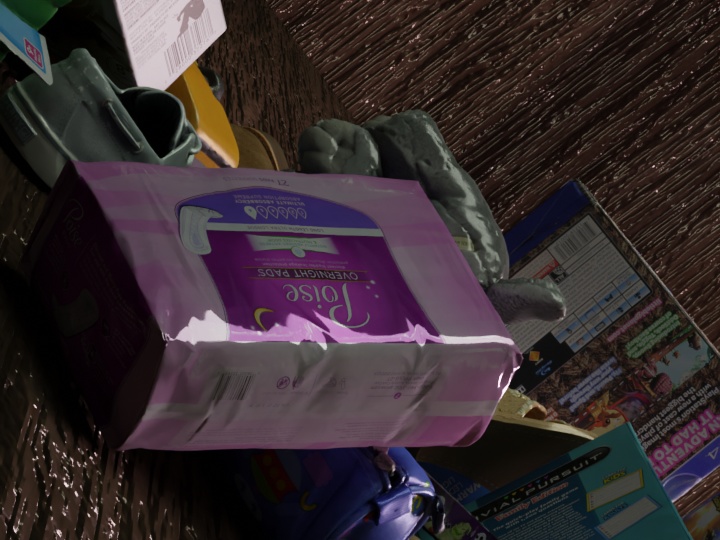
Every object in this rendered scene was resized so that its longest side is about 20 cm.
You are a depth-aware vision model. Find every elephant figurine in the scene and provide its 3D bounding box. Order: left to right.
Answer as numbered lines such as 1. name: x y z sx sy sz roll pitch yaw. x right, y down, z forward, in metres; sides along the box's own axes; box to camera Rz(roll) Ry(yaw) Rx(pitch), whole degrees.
1. elephant figurine: 0.000 0.000 1.214 0.200 0.141 0.156 117 -46 -71

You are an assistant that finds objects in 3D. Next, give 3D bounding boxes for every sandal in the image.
1. sandal: 0.079 0.094 1.416 0.210 0.078 0.070 11 45 -24

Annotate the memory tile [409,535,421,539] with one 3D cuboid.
1. memory tile: 0.006 0.133 1.162 0.200 0.017 0.153 43 1 21

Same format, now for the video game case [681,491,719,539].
1. video game case: 0.184 0.232 1.363 0.046 0.181 0.200 52 7 -16

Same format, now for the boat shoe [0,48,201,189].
1. boat shoe: -0.119 -0.062 1.190 0.070 0.071 0.201 56 7 22

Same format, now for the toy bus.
1. toy bus: -0.144 -0.131 1.353 0.201 0.078 0.065 57 8 28

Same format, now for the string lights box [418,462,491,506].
1. string lights box: 0.058 0.138 1.498 0.201 0.059 0.103 56 7 18

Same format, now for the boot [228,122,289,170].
1. boot: -0.060 -0.005 1.357 0.075 0.073 0.201 19 40 -58

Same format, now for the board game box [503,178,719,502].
1. board game box: 0.153 0.068 1.541 0.200 0.159 0.097 50 6 -10

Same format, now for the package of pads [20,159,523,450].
1. package of pads: -0.036 0.017 0.979 0.199 0.076 0.121 2 43 -38

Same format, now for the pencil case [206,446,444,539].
1. pencil case: -0.043 0.056 1.068 0.078 0.087 0.201 -14 62 -44

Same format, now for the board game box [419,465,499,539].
1. board game box: -0.004 0.092 1.257 0.120 0.032 0.200 31 -11 48

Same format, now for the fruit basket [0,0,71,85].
1. fruit basket: -0.218 -0.197 1.055 0.200 0.093 0.186 53 5 -42

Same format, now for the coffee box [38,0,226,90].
1. coffee box: -0.151 -0.197 1.223 0.113 0.080 0.201 31 -26 25

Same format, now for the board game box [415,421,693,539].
1. board game box: 0.116 0.173 1.303 0.047 0.150 0.200 62 4 -16
